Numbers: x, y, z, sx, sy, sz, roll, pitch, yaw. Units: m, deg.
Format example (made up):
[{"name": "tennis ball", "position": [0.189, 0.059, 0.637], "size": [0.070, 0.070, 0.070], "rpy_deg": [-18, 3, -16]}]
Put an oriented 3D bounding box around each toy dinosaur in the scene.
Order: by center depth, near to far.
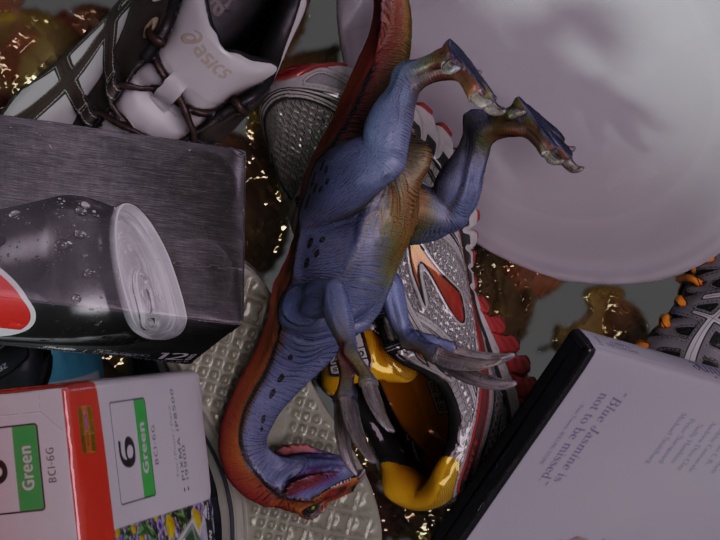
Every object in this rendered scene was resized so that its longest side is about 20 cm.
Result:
[{"name": "toy dinosaur", "position": [0.000, 0.000, 0.758], "size": [0.181, 0.200, 0.105], "rpy_deg": [-43, 142, 16]}]

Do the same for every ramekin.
[{"name": "ramekin", "position": [0.097, -0.103, 0.797], "size": [0.203, 0.202, 0.094], "rpy_deg": [60, 43, -15]}]

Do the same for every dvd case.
[{"name": "dvd case", "position": [0.127, 0.104, 0.854], "size": [0.200, 0.018, 0.143], "rpy_deg": [15, 115, -38]}]

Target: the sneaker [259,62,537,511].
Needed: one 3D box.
[{"name": "sneaker", "position": [0.012, 0.007, 0.805], "size": [0.082, 0.078, 0.200], "rpy_deg": [-41, 110, -51]}]

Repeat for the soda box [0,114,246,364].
[{"name": "soda box", "position": [-0.142, -0.015, 0.674], "size": [0.199, 0.063, 0.071], "rpy_deg": [6, 72, -20]}]

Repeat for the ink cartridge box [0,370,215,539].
[{"name": "ink cartridge box", "position": [-0.101, 0.093, 0.653], "size": [0.050, 0.200, 0.109], "rpy_deg": [-7, 87, 13]}]

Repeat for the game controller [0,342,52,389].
[{"name": "game controller", "position": [-0.216, 0.041, 0.709], "size": [0.200, 0.042, 0.105], "rpy_deg": [-26, 83, -10]}]

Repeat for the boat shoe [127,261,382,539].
[{"name": "boat shoe", "position": [-0.045, 0.080, 0.807], "size": [0.074, 0.062, 0.201], "rpy_deg": [-31, 114, -25]}]

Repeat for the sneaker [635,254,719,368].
[{"name": "sneaker", "position": [0.167, 0.031, 0.906], "size": [0.200, 0.078, 0.077], "rpy_deg": [-29, 75, -16]}]

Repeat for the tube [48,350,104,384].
[{"name": "tube", "position": [-0.123, 0.123, 0.781], "size": [0.077, 0.050, 0.201], "rpy_deg": [-5, 99, -15]}]

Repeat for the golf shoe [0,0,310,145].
[{"name": "golf shoe", "position": [-0.086, -0.067, 0.759], "size": [0.078, 0.094, 0.200], "rpy_deg": [36, 77, -15]}]
